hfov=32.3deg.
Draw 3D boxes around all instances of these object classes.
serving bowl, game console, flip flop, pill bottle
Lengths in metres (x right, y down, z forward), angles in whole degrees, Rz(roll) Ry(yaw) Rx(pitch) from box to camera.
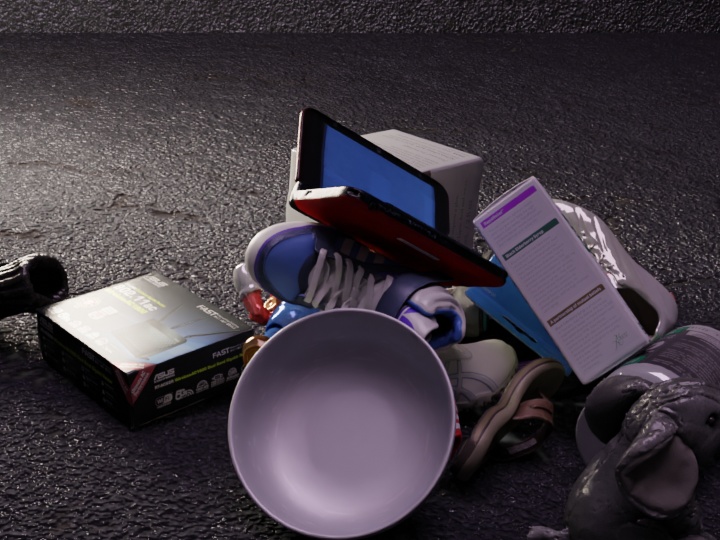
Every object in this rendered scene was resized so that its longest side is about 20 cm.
[{"bbox_3d":[-0.012,0.137,1.077,0.198,0.202,0.066,10,-19,15],"label":"serving bowl"},{"bbox_3d":[0.041,-0.074,1.211,0.199,0.120,0.172,27,-13,-29],"label":"game console"},{"bbox_3d":[0.151,0.149,1.187,0.057,0.082,0.200,31,30,17],"label":"flip flop"},{"bbox_3d":[0.293,0.132,1.195,0.112,0.114,0.199,18,24,32],"label":"pill bottle"}]

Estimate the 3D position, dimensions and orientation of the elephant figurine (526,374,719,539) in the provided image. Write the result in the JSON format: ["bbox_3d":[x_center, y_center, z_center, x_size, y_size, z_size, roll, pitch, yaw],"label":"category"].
[{"bbox_3d":[0.247,0.146,1.026,0.141,0.202,0.154,23,28,40],"label":"elephant figurine"}]

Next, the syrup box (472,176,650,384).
[{"bbox_3d":[0.202,0.011,1.249,0.081,0.201,0.079,-34,-12,9],"label":"syrup box"}]

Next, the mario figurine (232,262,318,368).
[{"bbox_3d":[-0.063,0.036,1.236,0.106,0.124,0.200,-36,19,19],"label":"mario figurine"}]

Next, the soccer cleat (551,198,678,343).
[{"bbox_3d":[0.252,-0.002,1.313,0.200,0.069,0.078,41,32,8],"label":"soccer cleat"}]

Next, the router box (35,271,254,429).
[{"bbox_3d":[-0.223,0.075,1.287,0.149,0.063,0.199,-19,30,-36],"label":"router box"}]

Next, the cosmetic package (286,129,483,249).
[{"bbox_3d":[0.029,-0.074,1.605,0.164,0.166,0.199,23,28,39],"label":"cosmetic package"}]

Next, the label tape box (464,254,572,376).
[{"bbox_3d":[0.211,0.021,1.368,0.143,0.066,0.200,38,25,10],"label":"label tape box"}]

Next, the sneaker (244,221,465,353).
[{"bbox_3d":[0.007,0.021,1.139,0.199,0.081,0.146,18,8,-34],"label":"sneaker"}]

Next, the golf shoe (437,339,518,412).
[{"bbox_3d":[0.079,0.093,1.246,0.199,0.098,0.078,-19,27,-32],"label":"golf shoe"}]

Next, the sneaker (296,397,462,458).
[{"bbox_3d":[-0.003,0.155,1.129,0.198,0.079,0.116,-19,45,-1],"label":"sneaker"}]

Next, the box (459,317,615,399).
[{"bbox_3d":[0.170,0.085,1.401,0.142,0.036,0.200,-8,23,-29],"label":"box"}]

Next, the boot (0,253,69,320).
[{"bbox_3d":[-0.413,0.037,1.305,0.156,0.080,0.211,-3,19,14],"label":"boot"}]

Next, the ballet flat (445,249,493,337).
[{"bbox_3d":[0.129,0.019,1.428,0.063,0.068,0.200,1,20,16],"label":"ballet flat"}]
